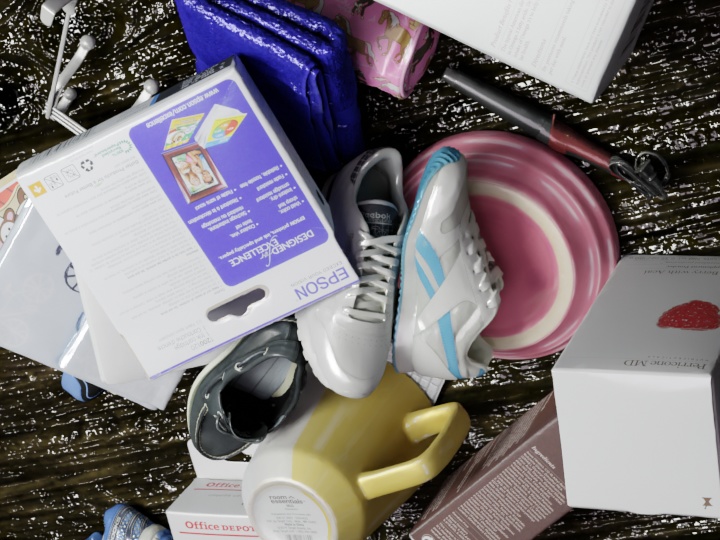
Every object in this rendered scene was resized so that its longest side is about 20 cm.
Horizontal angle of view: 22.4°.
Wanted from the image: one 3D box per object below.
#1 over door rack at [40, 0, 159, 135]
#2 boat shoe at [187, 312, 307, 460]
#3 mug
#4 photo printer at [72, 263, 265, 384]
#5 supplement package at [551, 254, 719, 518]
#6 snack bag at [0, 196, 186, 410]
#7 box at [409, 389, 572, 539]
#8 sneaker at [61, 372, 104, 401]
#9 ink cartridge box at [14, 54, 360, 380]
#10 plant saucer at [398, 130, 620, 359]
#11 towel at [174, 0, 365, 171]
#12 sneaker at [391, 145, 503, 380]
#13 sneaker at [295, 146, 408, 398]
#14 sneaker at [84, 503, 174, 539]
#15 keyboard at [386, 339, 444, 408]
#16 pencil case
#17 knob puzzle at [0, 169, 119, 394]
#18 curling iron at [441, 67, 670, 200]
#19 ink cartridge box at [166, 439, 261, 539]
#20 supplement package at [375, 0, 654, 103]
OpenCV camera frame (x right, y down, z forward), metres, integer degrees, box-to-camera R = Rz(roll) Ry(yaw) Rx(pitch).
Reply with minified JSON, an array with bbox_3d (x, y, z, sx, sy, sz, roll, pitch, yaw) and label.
[{"bbox_3d":[-0.187,-0.145,1.500,0.148,0.067,0.200,35,157,5],"label":"over door rack"},{"bbox_3d":[-0.091,0.107,1.501,0.074,0.066,0.199,23,131,-22],"label":"boat shoe"},{"bbox_3d":[-0.018,0.159,1.549,0.149,0.153,0.187,37,128,3],"label":"mug"},{"bbox_3d":[-0.134,-0.001,1.505,0.200,0.069,0.167,-12,119,-7],"label":"photo printer"},{"bbox_3d":[0.234,0.082,1.369,0.121,0.200,0.120,1,116,24],"label":"supplement package"},{"bbox_3d":[-0.216,0.012,1.548,0.200,0.021,0.189,25,110,-20],"label":"snack bag"},{"bbox_3d":[0.140,0.171,1.520,0.075,0.100,0.200,43,126,-1],"label":"box"},{"bbox_3d":[-0.197,0.063,1.639,0.078,0.070,0.200,43,124,8],"label":"sneaker"},{"bbox_3d":[-0.130,-0.038,1.403,0.198,0.043,0.200,-25,112,14],"label":"ink cartridge box"},{"bbox_3d":[0.107,-0.013,1.471,0.200,0.051,0.201,10,118,20],"label":"plant saucer"},{"bbox_3d":[-0.072,-0.150,1.421,0.148,0.050,0.200,23,161,13],"label":"towel"},{"bbox_3d":[0.073,-0.005,1.423,0.081,0.077,0.200,8,123,8],"label":"sneaker"},{"bbox_3d":[0.000,0.000,1.433,0.076,0.200,0.080,10,159,-25],"label":"sneaker"},{"bbox_3d":[-0.256,0.304,1.797,0.085,0.077,0.200,42,118,12],"label":"sneaker"},{"bbox_3d":[-0.019,0.062,1.592,0.200,0.011,0.056,29,123,10],"label":"keyboard"},{"bbox_3d":[-0.032,-0.206,1.420,0.200,0.083,0.087,25,162,12],"label":"pencil case"},{"bbox_3d":[-0.267,-0.011,1.603,0.219,0.030,0.220,6,104,25],"label":"knob puzzle"},{"bbox_3d":[0.153,-0.111,1.411,0.200,0.026,0.050,30,161,13],"label":"curling iron"},{"bbox_3d":[-0.107,0.260,1.699,0.116,0.067,0.200,-2,114,27],"label":"ink cartridge box"},{"bbox_3d":[0.114,-0.228,1.317,0.200,0.117,0.117,27,124,10],"label":"supplement package"}]
